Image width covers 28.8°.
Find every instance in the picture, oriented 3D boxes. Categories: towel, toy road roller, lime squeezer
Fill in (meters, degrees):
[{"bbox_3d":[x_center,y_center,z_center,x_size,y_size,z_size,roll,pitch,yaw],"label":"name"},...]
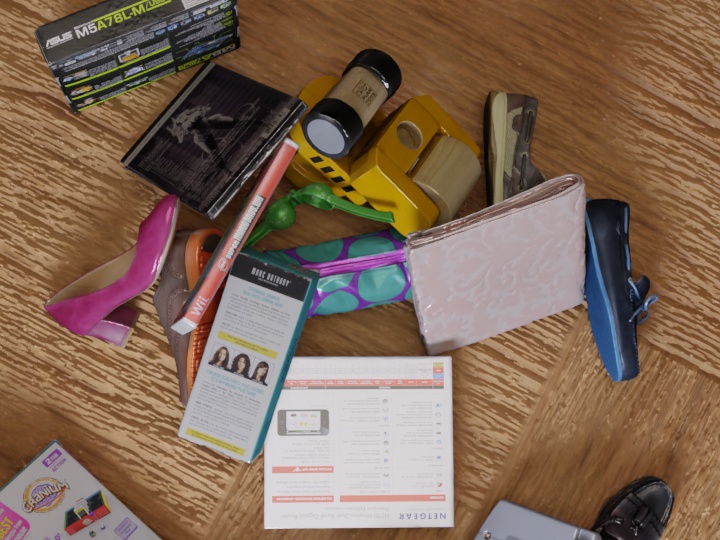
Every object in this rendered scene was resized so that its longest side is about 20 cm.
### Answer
[{"bbox_3d":[0.143,-0.002,1.441,0.191,0.200,0.032,-19,53,-6],"label":"towel"},{"bbox_3d":[0.011,-0.119,1.464,0.200,0.146,0.123,42,53,-10],"label":"toy road roller"},{"bbox_3d":[-0.062,-0.049,1.436,0.200,0.038,0.071,-18,76,15],"label":"lime squeezer"}]

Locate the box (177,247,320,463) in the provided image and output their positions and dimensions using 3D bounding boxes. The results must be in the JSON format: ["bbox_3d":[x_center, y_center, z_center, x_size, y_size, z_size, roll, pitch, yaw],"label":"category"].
[{"bbox_3d":[-0.112,0.085,1.409,0.082,0.049,0.200,20,99,7],"label":"box"}]

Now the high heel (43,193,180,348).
[{"bbox_3d":[-0.252,-0.010,1.430,0.096,0.200,0.067,24,37,-8],"label":"high heel"}]

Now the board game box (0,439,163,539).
[{"bbox_3d":[-0.286,0.287,1.399,0.200,0.040,0.153,43,43,2],"label":"board game box"}]

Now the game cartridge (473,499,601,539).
[{"bbox_3d":[0.156,0.343,1.433,0.133,0.040,0.200,16,83,34],"label":"game cartridge"}]

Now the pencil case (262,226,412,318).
[{"bbox_3d":[0.000,0.000,1.473,0.200,0.092,0.085,-13,81,-7],"label":"pencil case"}]

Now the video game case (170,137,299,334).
[{"bbox_3d":[-0.125,-0.030,1.368,0.017,0.143,0.200,30,80,-8],"label":"video game case"}]

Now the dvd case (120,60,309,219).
[{"bbox_3d":[-0.155,-0.138,1.445,0.149,0.200,0.016,-51,130,-8],"label":"dvd case"}]

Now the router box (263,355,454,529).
[{"bbox_3d":[-0.004,0.179,1.471,0.200,0.049,0.180,1,83,-4],"label":"router box"}]

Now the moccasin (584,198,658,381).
[{"bbox_3d":[0.281,0.017,1.499,0.068,0.080,0.200,-7,84,-10],"label":"moccasin"}]

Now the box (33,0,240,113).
[{"bbox_3d":[-0.222,-0.238,1.437,0.200,0.193,0.048,-23,87,-6],"label":"box"}]

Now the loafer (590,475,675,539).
[{"bbox_3d":[0.263,0.298,1.468,0.072,0.063,0.200,45,82,2],"label":"loafer"}]

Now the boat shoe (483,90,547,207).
[{"bbox_3d":[0.169,-0.097,1.508,0.066,0.072,0.201,-2,78,1],"label":"boat shoe"}]

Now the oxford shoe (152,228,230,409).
[{"bbox_3d":[-0.177,0.055,1.476,0.073,0.071,0.200,2,92,34],"label":"oxford shoe"}]
